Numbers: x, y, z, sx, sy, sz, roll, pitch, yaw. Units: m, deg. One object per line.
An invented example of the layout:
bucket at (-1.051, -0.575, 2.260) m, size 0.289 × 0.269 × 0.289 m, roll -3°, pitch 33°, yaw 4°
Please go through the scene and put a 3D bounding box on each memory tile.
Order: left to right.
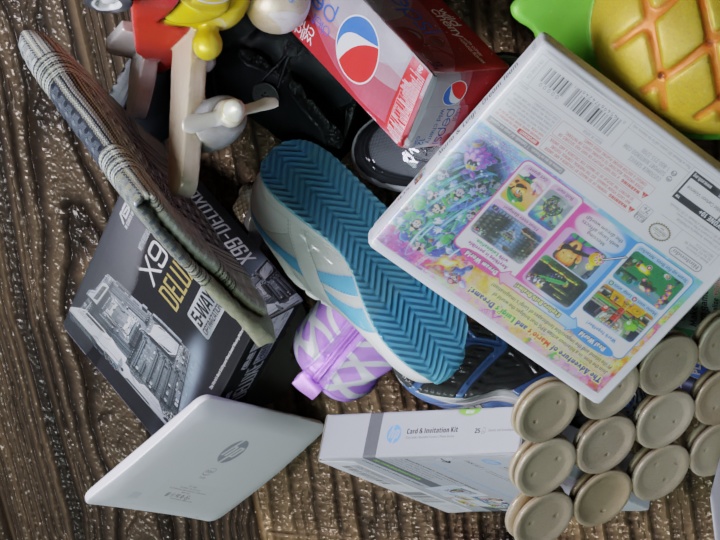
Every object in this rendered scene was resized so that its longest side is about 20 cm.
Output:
memory tile at (0.191, 0.111, 1.675) m, size 0.017 × 0.200 × 0.154 m, roll 47°, pitch 149°, yaw 46°

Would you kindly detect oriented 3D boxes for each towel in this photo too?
towel at (-0.137, -0.057, 1.594) m, size 0.035 × 0.193 × 0.200 m, roll -39°, pitch 141°, yaw 0°

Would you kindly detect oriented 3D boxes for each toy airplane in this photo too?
toy airplane at (-0.103, -0.172, 1.559) m, size 0.141 × 0.199 × 0.200 m, roll 2°, pitch 116°, yaw -1°

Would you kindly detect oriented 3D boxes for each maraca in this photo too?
maraca at (0.199, -0.160, 1.526) m, size 0.200 × 0.107 × 0.137 m, roll 18°, pitch 99°, yaw -3°

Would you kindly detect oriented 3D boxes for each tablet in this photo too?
tablet at (-0.117, 0.149, 1.841) m, size 0.130 × 0.200 × 0.014 m, roll -40°, pitch 67°, yaw 14°

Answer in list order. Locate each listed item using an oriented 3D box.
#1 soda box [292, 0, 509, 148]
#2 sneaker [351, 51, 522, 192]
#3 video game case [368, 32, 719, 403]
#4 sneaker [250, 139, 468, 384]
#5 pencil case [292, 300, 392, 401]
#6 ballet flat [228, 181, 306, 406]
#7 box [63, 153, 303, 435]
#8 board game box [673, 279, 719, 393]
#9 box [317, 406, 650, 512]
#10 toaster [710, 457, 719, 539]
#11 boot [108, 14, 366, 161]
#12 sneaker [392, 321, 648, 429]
soda box at (0.008, -0.164, 1.566) m, size 0.200 × 0.070 × 0.064 m, roll 50°, pitch 131°, yaw 33°
sneaker at (0.074, -0.104, 1.615) m, size 0.200 × 0.114 × 0.076 m, roll -8°, pitch 77°, yaw 21°
video game case at (0.137, -0.030, 1.542) m, size 0.200 × 0.024 × 0.182 m, roll 35°, pitch 113°, yaw -17°
sneaker at (0.000, 0.000, 1.669) m, size 0.200 × 0.076 × 0.081 m, roll 51°, pitch 155°, yaw 10°
pencil case at (0.025, 0.016, 1.753) m, size 0.084 × 0.086 × 0.200 m, roll 36°, pitch 131°, yaw -3°
ballet flat at (-0.079, 0.017, 1.822) m, size 0.046 × 0.067 × 0.200 m, roll 35°, pitch 140°, yaw 40°
box at (-0.139, 0.032, 1.808) m, size 0.158 × 0.050 × 0.200 m, roll 49°, pitch 139°, yaw 16°
board game box at (0.220, 0.016, 1.708) m, size 0.134 × 0.029 × 0.200 m, roll 12°, pitch 129°, yaw 16°
box at (0.093, 0.143, 1.769) m, size 0.200 × 0.041 × 0.156 m, roll -5°, pitch 158°, yaw 44°
toaster at (0.350, 0.165, 1.675) m, size 0.180 × 0.119 × 0.200 m, roll 4°, pitch 129°, yaw -3°
boot at (-0.088, -0.117, 1.706) m, size 0.168 × 0.076 × 0.200 m, roll 34°, pitch 124°, yaw 1°
sneaker at (0.121, 0.078, 1.742) m, size 0.199 × 0.076 × 0.077 m, roll 13°, pitch 165°, yaw 2°
